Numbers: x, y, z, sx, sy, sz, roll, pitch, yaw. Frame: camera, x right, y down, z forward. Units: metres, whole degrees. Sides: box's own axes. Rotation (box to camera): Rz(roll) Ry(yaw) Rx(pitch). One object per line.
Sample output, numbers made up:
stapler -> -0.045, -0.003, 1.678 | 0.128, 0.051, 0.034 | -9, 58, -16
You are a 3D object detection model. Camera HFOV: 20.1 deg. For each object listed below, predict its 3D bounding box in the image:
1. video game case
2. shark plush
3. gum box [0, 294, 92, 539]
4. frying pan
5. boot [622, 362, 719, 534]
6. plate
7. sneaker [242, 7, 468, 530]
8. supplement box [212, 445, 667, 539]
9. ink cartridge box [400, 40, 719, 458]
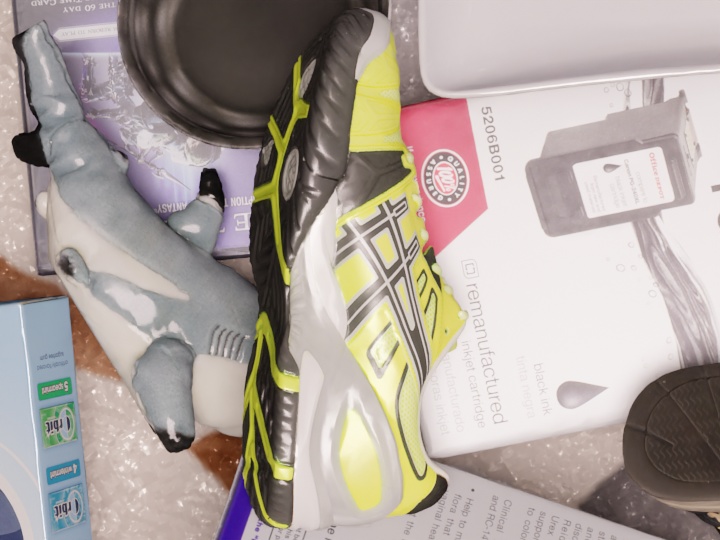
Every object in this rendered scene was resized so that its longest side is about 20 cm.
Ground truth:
video game case -> -0.080, -0.104, 0.884 | 0.142, 0.019, 0.201 | -5, 92, 4
shark plush -> -0.088, -0.011, 0.863 | 0.083, 0.091, 0.200 | -32, 84, -8
gum box -> -0.197, 0.118, 0.863 | 0.169, 0.045, 0.201 | -5, 92, 20
frying pan -> -0.063, -0.136, 0.850 | 0.115, 0.031, 0.190 | -35, 75, 2
boot -> 0.215, 0.091, 0.779 | 0.199, 0.151, 0.073 | -3, 63, 26
plate -> 0.121, -0.165, 0.806 | 0.199, 0.032, 0.201 | -4, 74, 9
sneaker -> 0.000, 0.000, 0.785 | 0.076, 0.075, 0.201 | 6, 87, -17
supplement box -> 0.035, 0.146, 0.821 | 0.199, 0.101, 0.104 | 17, 59, 2
ink cartridge box -> 0.112, -0.014, 0.839 | 0.199, 0.083, 0.146 | -12, 89, 5
